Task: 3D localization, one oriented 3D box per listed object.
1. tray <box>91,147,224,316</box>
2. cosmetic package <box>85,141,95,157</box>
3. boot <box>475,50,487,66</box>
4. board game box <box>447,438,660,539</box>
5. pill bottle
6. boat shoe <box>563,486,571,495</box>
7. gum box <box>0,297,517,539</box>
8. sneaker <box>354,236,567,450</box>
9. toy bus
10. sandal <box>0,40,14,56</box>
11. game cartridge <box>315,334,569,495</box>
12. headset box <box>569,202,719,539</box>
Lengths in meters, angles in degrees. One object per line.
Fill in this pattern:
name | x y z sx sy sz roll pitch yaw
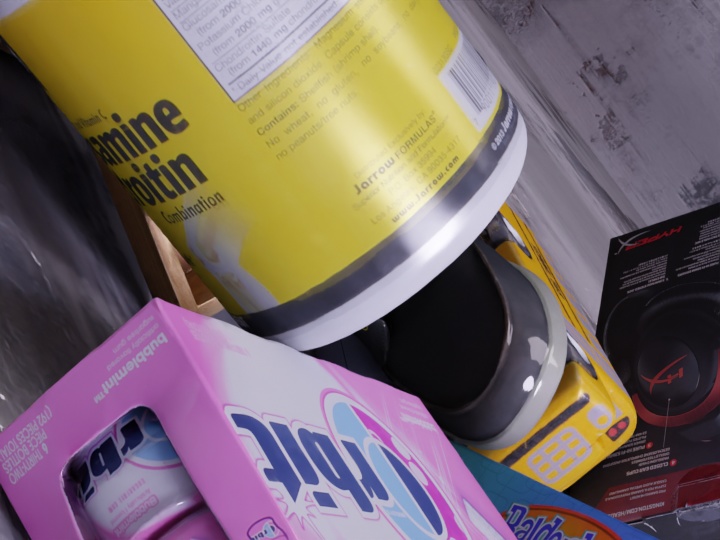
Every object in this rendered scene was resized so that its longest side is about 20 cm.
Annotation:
tray | -0.059 -0.091 0.619 0.037 0.098 0.202 28 -37 54
cosmetic package | -0.075 -0.142 0.663 0.081 0.112 0.202 28 -37 57
boot | -0.025 -0.131 0.984 0.198 0.075 0.097 20 12 8
board game box | 0.113 0.146 0.646 0.152 0.045 0.199 47 -14 -29
pill bottle | -0.047 -0.082 0.528 0.200 0.112 0.112 51 11 -17
boat shoe | 0.109 0.095 0.956 0.068 0.084 0.200 39 -10 15
gum box | -0.012 0.086 0.509 0.114 0.066 0.200 55 12 24
sneaker | 0.000 0.000 0.717 0.106 0.075 0.200 25 11 -31
toy bus | 0.070 0.035 0.817 0.078 0.065 0.201 45 12 -29
sandal | -0.113 -0.115 0.739 0.211 0.069 0.078 41 15 -38
game cartridge | 0.057 0.102 0.803 0.200 0.040 0.134 46 9 -24
headset box | 0.180 0.061 0.806 0.075 0.148 0.201 44 43 -31
